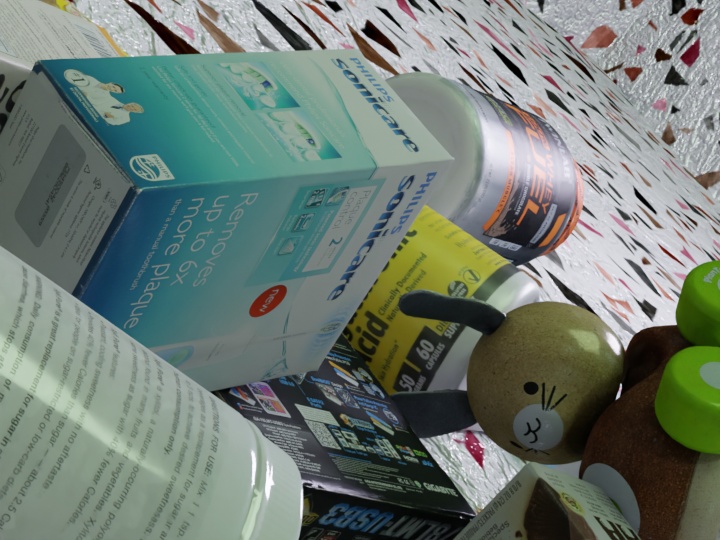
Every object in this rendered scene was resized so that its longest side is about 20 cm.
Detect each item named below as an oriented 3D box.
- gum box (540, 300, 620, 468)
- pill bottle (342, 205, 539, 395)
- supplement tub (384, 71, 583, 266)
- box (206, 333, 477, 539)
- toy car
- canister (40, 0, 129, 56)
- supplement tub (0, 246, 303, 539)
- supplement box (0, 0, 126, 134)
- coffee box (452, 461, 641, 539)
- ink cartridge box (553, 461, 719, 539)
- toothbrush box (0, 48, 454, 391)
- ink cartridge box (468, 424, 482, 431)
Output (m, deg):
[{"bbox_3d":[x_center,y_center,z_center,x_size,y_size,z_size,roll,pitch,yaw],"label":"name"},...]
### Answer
[{"bbox_3d":[0.136,0.080,1.553,0.200,0.045,0.170,52,17,30],"label":"gum box"},{"bbox_3d":[0.000,0.000,1.251,0.200,0.112,0.111,34,12,15],"label":"pill bottle"},{"bbox_3d":[0.079,-0.068,1.499,0.123,0.123,0.200,50,19,25],"label":"supplement tub"},{"bbox_3d":[-0.051,0.063,1.082,0.199,0.050,0.200,51,17,29],"label":"box"},{"bbox_3d":[0.109,0.076,1.127,0.199,0.165,0.158,16,37,7],"label":"toy car"},{"bbox_3d":[-0.192,-0.122,1.117,0.200,0.087,0.149,41,-3,2],"label":"canister"},{"bbox_3d":[-0.132,0.062,0.692,0.200,0.132,0.132,37,15,-22],"label":"supplement tub"},{"bbox_3d":[-0.189,-0.063,0.912,0.074,0.126,0.200,51,17,24],"label":"supplement box"},{"bbox_3d":[0.116,0.207,0.991,0.080,0.113,0.200,24,23,-52],"label":"coffee box"},{"bbox_3d":[0.233,0.185,1.304,0.200,0.147,0.146,35,17,-32],"label":"ink cartridge box"},{"bbox_3d":[-0.077,-0.018,0.933,0.199,0.147,0.085,-9,51,-48],"label":"toothbrush box"},{"bbox_3d":[0.047,0.042,1.370,0.115,0.068,0.200,49,15,22],"label":"ink cartridge box"}]
